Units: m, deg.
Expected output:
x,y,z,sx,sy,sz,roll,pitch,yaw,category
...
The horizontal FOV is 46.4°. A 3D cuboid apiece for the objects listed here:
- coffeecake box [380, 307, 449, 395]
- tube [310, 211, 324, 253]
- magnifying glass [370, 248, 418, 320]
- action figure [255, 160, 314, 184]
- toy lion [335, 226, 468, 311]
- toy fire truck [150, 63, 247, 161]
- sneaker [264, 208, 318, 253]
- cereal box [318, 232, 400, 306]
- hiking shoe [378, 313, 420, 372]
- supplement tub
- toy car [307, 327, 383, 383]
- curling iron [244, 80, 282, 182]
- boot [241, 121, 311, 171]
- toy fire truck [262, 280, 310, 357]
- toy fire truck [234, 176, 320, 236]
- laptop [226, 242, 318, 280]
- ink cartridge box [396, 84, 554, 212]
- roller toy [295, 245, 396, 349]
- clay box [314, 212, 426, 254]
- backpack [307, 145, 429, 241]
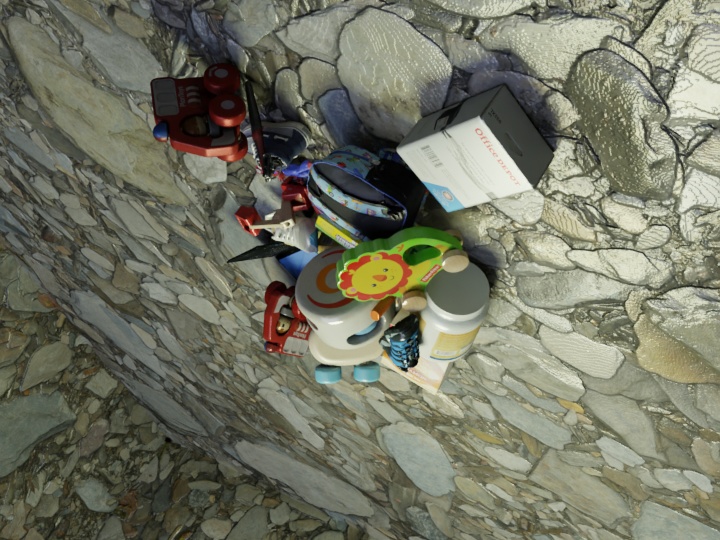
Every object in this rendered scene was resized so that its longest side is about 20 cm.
x,y,z,sx,sy,sz,roll,pitch,yaw,category
0.138,0.179,1.910,0.153,0.073,0.200,31,151,13,coffeecake box
-0.088,-0.088,1.790,0.200,0.052,0.058,136,124,-65,tube
0.076,0.025,1.616,0.022,0.200,0.080,21,137,20,magnifying glass
-0.136,-0.197,1.665,0.199,0.052,0.065,13,-175,39,action figure
0.061,-0.009,1.482,0.191,0.069,0.200,18,134,-30,toy lion
-0.297,-0.283,1.542,0.167,0.201,0.112,-8,145,-10,toy fire truck
-0.140,-0.080,1.740,0.200,0.080,0.077,-149,57,-63,sneaker
0.000,0.000,1.786,0.143,0.040,0.200,8,148,21,cereal box
0.091,0.142,1.622,0.087,0.074,0.200,57,170,9,hiking shoe
0.172,0.079,1.647,0.144,0.145,0.200,30,151,11,supplement tub
-0.035,0.147,1.965,0.176,0.186,0.200,-2,-171,-3,toy car
-0.183,-0.258,1.551,0.049,0.025,0.201,-27,72,41,curling iron
-0.188,-0.237,1.629,0.199,0.091,0.073,0,136,47,boot
-0.168,0.125,2.033,0.112,0.169,0.200,18,179,29,toy fire truck
-0.141,-0.127,1.689,0.199,0.141,0.049,12,144,38,toy fire truck
-0.180,-0.004,1.954,0.177,0.199,0.104,-20,81,56,laptop
0.177,-0.185,1.310,0.145,0.084,0.200,48,150,-20,ink cartridge box
-0.029,0.056,1.669,0.199,0.183,0.140,6,148,26,roller toy
0.026,-0.076,1.608,0.200,0.115,0.048,36,153,2,clay box
0.009,-0.142,1.506,0.199,0.135,0.183,30,151,10,backpack
